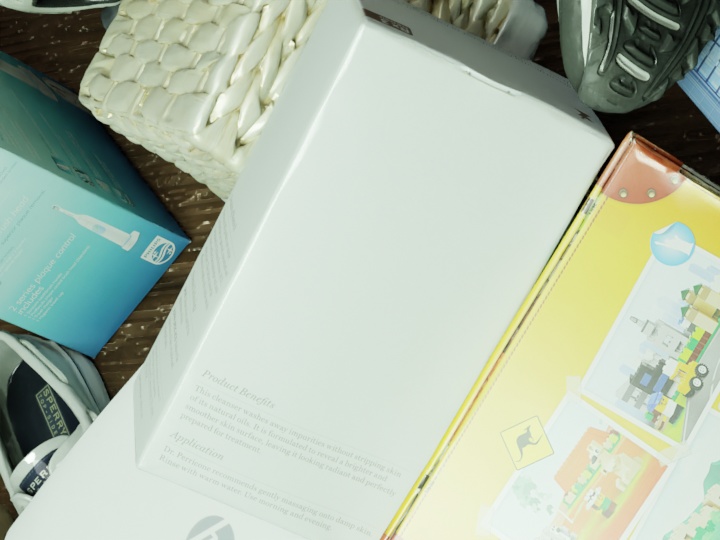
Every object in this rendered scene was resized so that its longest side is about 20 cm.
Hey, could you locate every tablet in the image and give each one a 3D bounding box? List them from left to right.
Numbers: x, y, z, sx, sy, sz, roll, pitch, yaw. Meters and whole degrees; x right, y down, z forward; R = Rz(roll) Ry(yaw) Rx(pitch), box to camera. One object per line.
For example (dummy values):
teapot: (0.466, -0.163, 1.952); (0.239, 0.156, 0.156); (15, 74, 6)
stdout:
tablet: (-0.074, 0.136, 0.968); (0.130, 0.014, 0.200); (-50, 51, 10)

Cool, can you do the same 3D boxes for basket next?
basket: (-0.030, -0.091, 1.003); (0.136, 0.123, 0.200); (-63, 23, -2)

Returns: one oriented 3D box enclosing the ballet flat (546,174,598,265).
ballet flat: (0.086, -0.002, 0.954); (0.068, 0.075, 0.201); (-40, 53, 20)

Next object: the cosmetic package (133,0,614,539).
cosmetic package: (0.000, 0.000, 0.884); (0.201, 0.112, 0.081); (-60, 16, 14)

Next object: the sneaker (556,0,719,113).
sneaker: (0.095, -0.148, 0.884); (0.079, 0.074, 0.202); (-22, 54, 40)

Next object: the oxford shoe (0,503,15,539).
oxford shoe: (-0.147, 0.192, 1.060); (0.084, 0.073, 0.201); (-29, 68, 21)

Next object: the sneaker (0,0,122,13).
sneaker: (-0.188, -0.167, 1.076); (0.087, 0.199, 0.076); (19, 101, 37)

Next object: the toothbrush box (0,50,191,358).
toothbrush box: (-0.202, -0.057, 1.115); (0.085, 0.200, 0.147); (-49, 51, 10)

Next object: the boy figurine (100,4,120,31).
boy figurine: (-0.046, -0.182, 1.138); (0.200, 0.064, 0.125); (-40, 47, 21)

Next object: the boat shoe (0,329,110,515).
boat shoe: (-0.141, 0.107, 1.088); (0.074, 0.065, 0.200); (-48, 50, 11)

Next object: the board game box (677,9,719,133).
board game box: (0.159, -0.161, 0.918); (0.200, 0.062, 0.201); (39, 98, 39)

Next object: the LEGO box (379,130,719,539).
LEGO box: (0.115, 0.073, 0.859); (0.148, 0.077, 0.201); (32, 93, 10)
